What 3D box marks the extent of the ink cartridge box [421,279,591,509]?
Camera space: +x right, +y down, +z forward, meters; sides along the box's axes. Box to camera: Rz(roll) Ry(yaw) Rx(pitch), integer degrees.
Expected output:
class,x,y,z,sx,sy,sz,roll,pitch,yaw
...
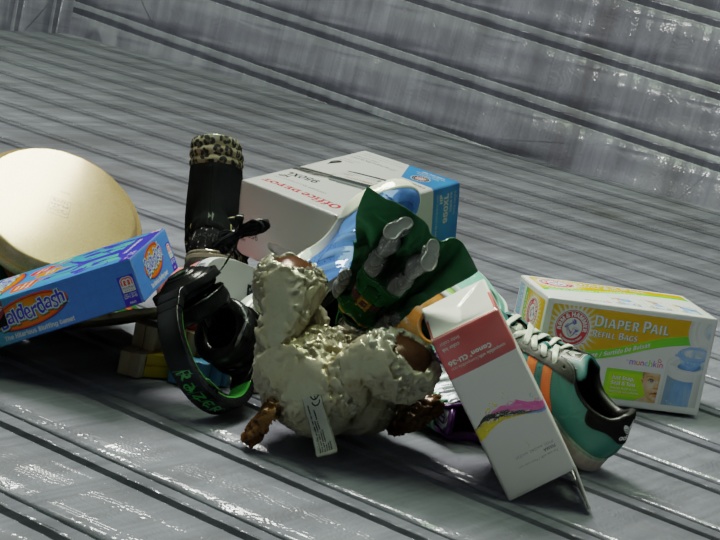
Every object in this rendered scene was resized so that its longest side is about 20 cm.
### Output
class,x,y,z,sx,sy,sz,roll,pitch,yaw
ink cartridge box,0.127,0.120,1.609,0.067,0.201,0.117,-26,12,4

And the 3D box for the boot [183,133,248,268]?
class,x,y,z,sx,sy,sz,roll,pitch,yaw
boot,-0.154,-0.057,2.029,0.073,0.155,0.204,2,-9,2

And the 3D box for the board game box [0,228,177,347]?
class,x,y,z,sx,sy,sz,roll,pitch,yaw
board game box,-0.279,0.022,1.685,0.198,0.045,0.152,-18,9,8

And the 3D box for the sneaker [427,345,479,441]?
class,x,y,z,sx,sy,sz,roll,pitch,yaw
sneaker,0.063,0.115,1.728,0.198,0.075,0.088,14,17,10

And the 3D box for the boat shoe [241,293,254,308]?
class,x,y,z,sx,sy,sz,roll,pitch,yaw
boat shoe,-0.039,0.054,1.883,0.199,0.071,0.063,3,-5,-40

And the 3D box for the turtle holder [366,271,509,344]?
class,x,y,z,sx,sy,sz,roll,pitch,yaw
turtle holder,0.092,0.070,1.858,0.131,0.141,0.186,26,-25,51

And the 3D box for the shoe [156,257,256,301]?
class,x,y,z,sx,sy,sz,roll,pitch,yaw
shoe,-0.117,0.036,1.926,0.199,0.072,0.091,21,-19,-39

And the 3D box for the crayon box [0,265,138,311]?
class,x,y,z,sx,sy,sz,roll,pitch,yaw
crayon box,-0.338,0.002,1.936,0.199,0.051,0.127,5,13,-30

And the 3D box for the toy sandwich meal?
class,x,y,z,sx,sy,sz,roll,pitch,yaw
toy sandwich meal,-0.310,-0.036,1.858,0.204,0.070,0.206,16,44,-16

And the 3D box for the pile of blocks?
class,x,y,z,sx,sy,sz,roll,pitch,yaw
pile of blocks,-0.133,0.074,1.755,0.199,0.063,0.082,3,14,-34

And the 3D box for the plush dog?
class,x,y,z,sx,sy,sz,roll,pitch,yaw
plush dog,-0.023,0.100,1.632,0.199,0.161,0.172,34,2,25

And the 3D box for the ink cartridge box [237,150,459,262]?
class,x,y,z,sx,sy,sz,roll,pitch,yaw
ink cartridge box,-0.012,-0.057,1.948,0.144,0.085,0.199,21,26,38

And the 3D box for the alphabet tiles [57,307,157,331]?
class,x,y,z,sx,sy,sz,roll,pitch,yaw
alphabet tiles,-0.226,0.045,1.777,0.166,0.006,0.199,-10,-3,41

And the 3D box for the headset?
class,x,y,z,sx,sy,sz,roll,pitch,yaw
headset,-0.125,0.035,1.676,0.093,0.124,0.201,-24,39,22

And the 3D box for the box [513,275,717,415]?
class,x,y,z,sx,sy,sz,roll,pitch,yaw
box,0.267,0.079,1.983,0.198,0.114,0.101,7,12,-14

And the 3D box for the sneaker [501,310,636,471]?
class,x,y,z,sx,sy,sz,roll,pitch,yaw
sneaker,0.176,0.088,1.710,0.200,0.080,0.071,46,32,10

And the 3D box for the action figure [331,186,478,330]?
class,x,y,z,sx,sy,sz,roll,pitch,yaw
action figure,0.017,0.012,1.634,0.118,0.055,0.200,41,-30,2

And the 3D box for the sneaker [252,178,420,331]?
class,x,y,z,sx,sy,sz,roll,pitch,yaw
sneaker,0.000,0.001,1.783,0.199,0.077,0.111,-36,47,-13

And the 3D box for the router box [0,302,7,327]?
class,x,y,z,sx,sy,sz,roll,pitch,yaw
router box,-0.408,0.023,1.600,0.149,0.063,0.200,-22,24,-19
